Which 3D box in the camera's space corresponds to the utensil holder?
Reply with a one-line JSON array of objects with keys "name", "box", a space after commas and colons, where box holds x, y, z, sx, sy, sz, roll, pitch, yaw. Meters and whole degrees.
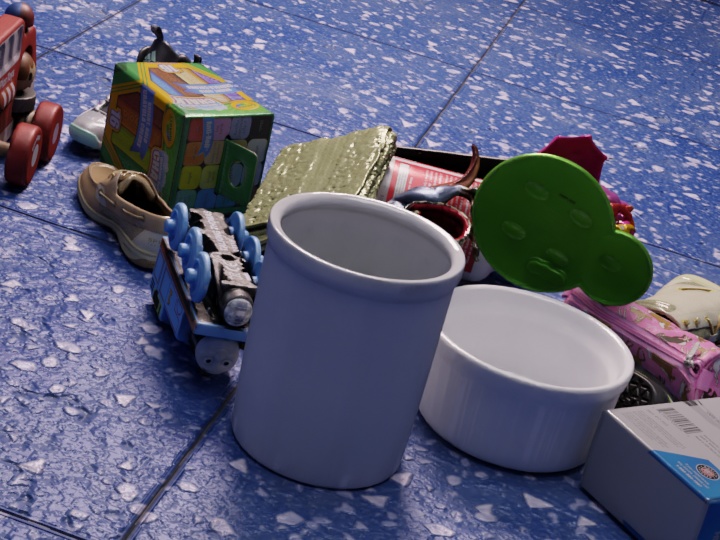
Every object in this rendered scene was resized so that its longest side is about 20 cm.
[{"name": "utensil holder", "box": [-0.016, 0.060, 1.435, 0.168, 0.202, 0.170, 12, 23, -5]}]

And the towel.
[{"name": "towel", "box": [-0.042, -0.086, 1.769, 0.147, 0.037, 0.201, -10, 31, 20]}]

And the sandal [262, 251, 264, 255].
[{"name": "sandal", "box": [-0.083, -0.030, 1.783, 0.198, 0.048, 0.075, 7, 25, -19]}]

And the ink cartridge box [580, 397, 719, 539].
[{"name": "ink cartridge box", "box": [0.321, 0.186, 1.500, 0.198, 0.087, 0.146, -1, 28, -34]}]

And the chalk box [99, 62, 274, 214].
[{"name": "chalk box", "box": [-0.184, -0.138, 1.867, 0.123, 0.126, 0.200, -5, 29, -38]}]

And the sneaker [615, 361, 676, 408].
[{"name": "sneaker", "box": [0.250, 0.116, 1.665, 0.082, 0.072, 0.200, 27, 12, -41]}]

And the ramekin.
[{"name": "ramekin", "box": [0.146, 0.102, 1.568, 0.198, 0.099, 0.201, 13, 23, -5]}]

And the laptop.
[{"name": "laptop", "box": [0.109, -0.115, 1.972, 0.185, 0.201, 0.117, 7, 55, 8]}]

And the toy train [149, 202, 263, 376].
[{"name": "toy train", "box": [-0.139, 0.017, 1.563, 0.086, 0.115, 0.200, 8, 24, -22]}]

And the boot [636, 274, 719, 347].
[{"name": "boot", "box": [0.387, 0.069, 1.816, 0.199, 0.073, 0.154, 24, 24, 32]}]

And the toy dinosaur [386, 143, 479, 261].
[{"name": "toy dinosaur", "box": [0.035, -0.042, 1.770, 0.179, 0.106, 0.201, 0, 32, 6]}]

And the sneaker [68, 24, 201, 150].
[{"name": "sneaker", "box": [-0.260, -0.219, 1.979, 0.077, 0.141, 0.199, 26, 25, 25]}]

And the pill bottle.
[{"name": "pill bottle", "box": [0.095, -0.053, 1.861, 0.198, 0.113, 0.112, 14, 23, -1]}]

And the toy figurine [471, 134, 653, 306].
[{"name": "toy figurine", "box": [0.233, -0.069, 1.770, 0.199, 0.151, 0.184, 31, 31, 5]}]

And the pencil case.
[{"name": "pencil case", "box": [0.292, 0.076, 1.728, 0.082, 0.087, 0.199, -23, 41, -36]}]

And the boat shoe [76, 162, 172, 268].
[{"name": "boat shoe", "box": [-0.238, -0.073, 1.766, 0.071, 0.065, 0.200, -2, 29, -34]}]

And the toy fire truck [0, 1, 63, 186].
[{"name": "toy fire truck", "box": [-0.385, -0.198, 1.824, 0.111, 0.170, 0.200, 15, 24, 0]}]

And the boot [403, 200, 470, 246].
[{"name": "boot", "box": [0.000, -0.001, 1.626, 0.202, 0.154, 0.074, -1, 50, -36]}]
